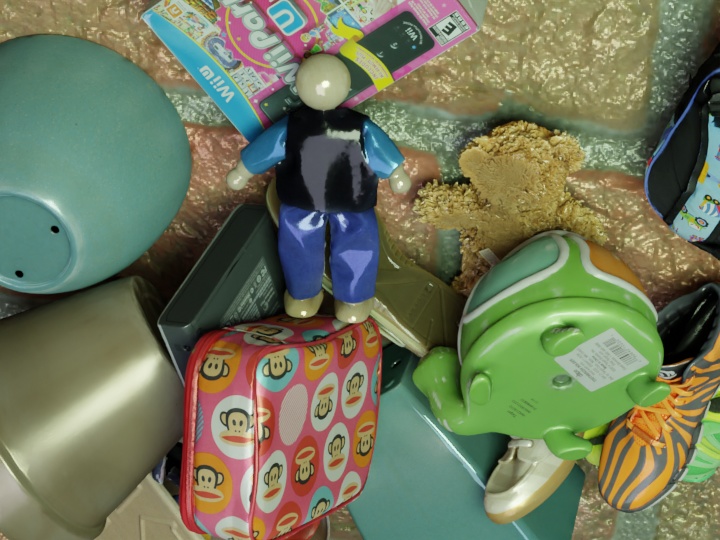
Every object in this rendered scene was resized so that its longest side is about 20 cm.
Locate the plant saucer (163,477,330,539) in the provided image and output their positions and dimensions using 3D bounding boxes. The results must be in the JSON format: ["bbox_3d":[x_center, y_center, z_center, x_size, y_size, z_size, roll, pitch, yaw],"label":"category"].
[{"bbox_3d":[-0.123,0.213,1.570,0.199,0.032,0.201,5,126,7],"label":"plant saucer"}]

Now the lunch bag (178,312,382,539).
[{"bbox_3d":[-0.055,0.125,1.285,0.082,0.200,0.177,6,98,27],"label":"lunch bag"}]

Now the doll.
[{"bbox_3d":[-0.030,-0.060,1.251,0.136,0.049,0.201,6,120,8],"label":"doll"}]

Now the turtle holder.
[{"bbox_3d":[0.134,0.056,1.268,0.140,0.132,0.186,14,135,-17],"label":"turtle holder"}]

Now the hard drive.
[{"bbox_3d":[-0.084,0.070,1.345,0.033,0.140,0.201,5,133,27],"label":"hard drive"}]

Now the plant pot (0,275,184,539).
[{"bbox_3d":[-0.215,0.099,1.350,0.173,0.200,0.200,-32,116,8],"label":"plant pot"}]

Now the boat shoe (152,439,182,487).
[{"bbox_3d":[-0.110,0.096,1.425,0.074,0.093,0.201,23,115,-2],"label":"boat shoe"}]

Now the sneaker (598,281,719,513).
[{"bbox_3d":[0.227,0.092,1.322,0.077,0.112,0.201,30,97,29],"label":"sneaker"}]

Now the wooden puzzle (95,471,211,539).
[{"bbox_3d":[-0.200,0.214,1.517,0.200,0.046,0.185,55,142,9],"label":"wooden puzzle"}]

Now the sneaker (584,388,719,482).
[{"bbox_3d":[0.279,0.122,1.407,0.199,0.074,0.084,-18,138,25],"label":"sneaker"}]

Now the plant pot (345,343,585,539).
[{"bbox_3d":[0.065,0.163,1.434,0.141,0.141,0.200,-30,107,28],"label":"plant pot"}]

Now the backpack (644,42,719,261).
[{"bbox_3d":[0.300,-0.081,1.202,0.182,0.135,0.200,30,151,3],"label":"backpack"}]

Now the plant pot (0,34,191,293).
[{"bbox_3d":[-0.242,-0.061,1.328,0.199,0.135,0.201,5,126,7],"label":"plant pot"}]

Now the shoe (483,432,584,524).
[{"bbox_3d":[0.148,0.112,1.352,0.053,0.200,0.070,47,151,-16],"label":"shoe"}]

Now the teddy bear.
[{"bbox_3d":[0.118,-0.038,1.327,0.144,0.067,0.201,-3,132,25],"label":"teddy bear"}]

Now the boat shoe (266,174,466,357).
[{"bbox_3d":[0.002,-0.001,1.359,0.200,0.073,0.063,39,159,-8],"label":"boat shoe"}]

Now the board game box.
[{"bbox_3d":[-0.032,-0.189,1.238,0.199,0.064,0.148,-28,116,29],"label":"board game box"}]
